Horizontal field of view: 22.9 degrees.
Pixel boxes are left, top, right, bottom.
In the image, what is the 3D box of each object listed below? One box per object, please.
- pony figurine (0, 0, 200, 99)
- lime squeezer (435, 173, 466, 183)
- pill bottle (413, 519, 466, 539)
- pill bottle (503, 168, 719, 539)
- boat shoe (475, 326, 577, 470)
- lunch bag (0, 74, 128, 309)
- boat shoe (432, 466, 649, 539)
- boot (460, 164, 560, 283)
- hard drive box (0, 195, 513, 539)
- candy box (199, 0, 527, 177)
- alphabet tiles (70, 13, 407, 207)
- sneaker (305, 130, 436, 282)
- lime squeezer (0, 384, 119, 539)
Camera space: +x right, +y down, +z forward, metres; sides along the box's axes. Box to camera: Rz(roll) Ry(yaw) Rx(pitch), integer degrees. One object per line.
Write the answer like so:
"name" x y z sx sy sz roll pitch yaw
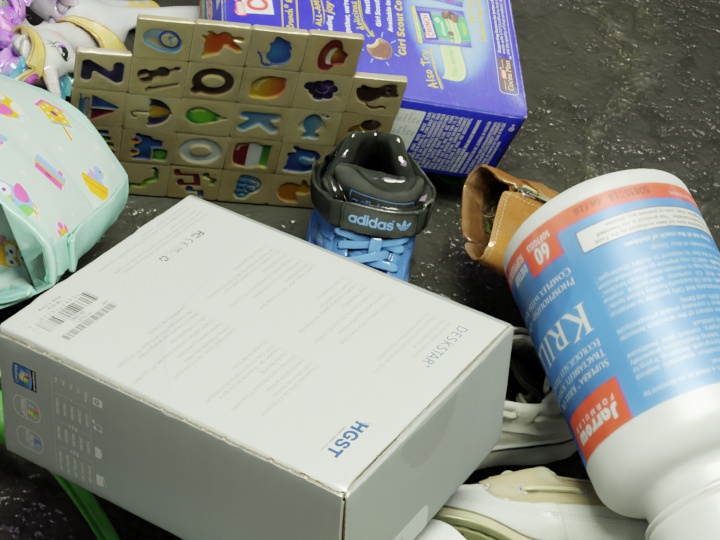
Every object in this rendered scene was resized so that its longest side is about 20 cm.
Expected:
"pony figurine" -0.201 -0.184 1.177 0.193 0.167 0.199 45 35 20
"lime squeezer" 0.033 -0.075 1.185 0.199 0.038 0.071 27 55 0
"pill bottle" -0.034 0.190 0.835 0.199 0.111 0.111 -19 52 -29
"pill bottle" 0.157 0.058 0.920 0.111 0.113 0.201 -8 59 -22
"boat shoe" 0.087 0.063 0.996 0.199 0.066 0.072 -2 45 -49
"lunch bag" -0.237 -0.048 0.990 0.198 0.123 0.170 20 17 1
"boat shoe" 0.084 0.146 0.950 0.198 0.075 0.069 12 33 -8
"boot" 0.141 0.013 1.048 0.154 0.077 0.201 26 28 -24
"hard drive box" -0.050 0.057 0.860 0.199 0.077 0.156 22 38 25
"candy box" -0.003 -0.156 1.156 0.198 0.077 0.170 8 53 -16
"alphabet tiles" -0.077 -0.094 1.084 0.198 0.167 0.006 4 55 -10
"sneaker" -0.001 0.000 1.044 0.076 0.112 0.201 10 43 -4
"lime squeezer" -0.201 0.077 0.929 0.199 0.038 0.071 28 31 -7
